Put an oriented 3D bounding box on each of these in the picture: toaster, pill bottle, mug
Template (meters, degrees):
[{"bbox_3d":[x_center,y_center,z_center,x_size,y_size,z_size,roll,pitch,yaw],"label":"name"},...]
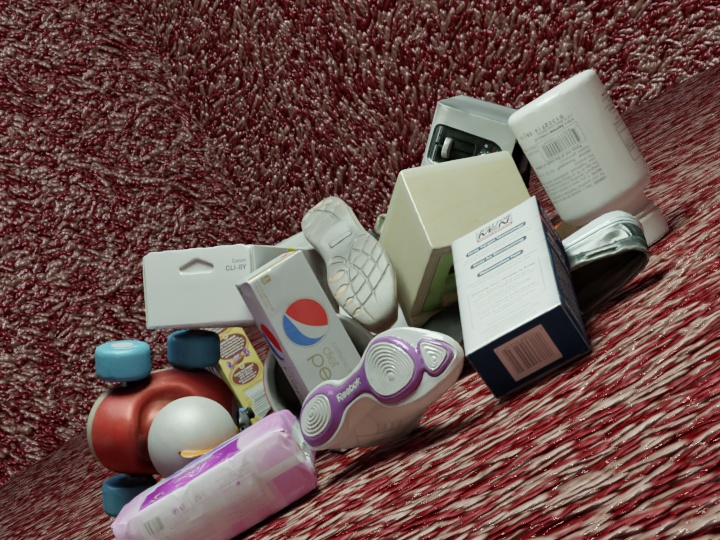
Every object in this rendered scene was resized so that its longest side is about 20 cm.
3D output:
[{"bbox_3d":[0.141,-0.114,1.811,0.200,0.118,0.183,-31,-41,-69],"label":"toaster"},{"bbox_3d":[0.260,-0.112,1.669,0.114,0.201,0.114,-30,4,2],"label":"pill bottle"},{"bbox_3d":[-0.066,0.123,1.666,0.176,0.135,0.200,-21,0,-6],"label":"mug"}]

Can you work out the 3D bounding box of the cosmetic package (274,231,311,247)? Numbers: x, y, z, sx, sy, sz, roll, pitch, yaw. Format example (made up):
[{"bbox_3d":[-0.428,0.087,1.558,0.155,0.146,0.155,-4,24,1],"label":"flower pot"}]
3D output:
[{"bbox_3d":[-0.065,0.055,2.002,0.107,0.201,0.085,-30,5,-41],"label":"cosmetic package"}]

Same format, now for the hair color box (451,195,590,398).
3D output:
[{"bbox_3d":[0.145,0.021,1.379,0.099,0.061,0.201,-29,27,16],"label":"hair color box"}]

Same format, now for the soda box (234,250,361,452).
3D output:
[{"bbox_3d":[-0.048,0.083,1.524,0.068,0.201,0.064,-31,6,-17],"label":"soda box"}]

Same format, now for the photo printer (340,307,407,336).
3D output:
[{"bbox_3d":[0.023,0.055,1.883,0.166,0.070,0.201,-25,27,39],"label":"photo printer"}]

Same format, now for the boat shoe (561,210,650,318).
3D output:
[{"bbox_3d":[0.196,0.019,1.460,0.200,0.072,0.071,-41,25,16],"label":"boat shoe"}]

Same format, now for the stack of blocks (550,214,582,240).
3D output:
[{"bbox_3d":[0.204,-0.004,1.777,0.115,0.059,0.200,-28,5,31],"label":"stack of blocks"}]

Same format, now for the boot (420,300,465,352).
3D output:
[{"bbox_3d":[0.117,0.071,1.562,0.200,0.075,0.074,-45,35,26],"label":"boot"}]

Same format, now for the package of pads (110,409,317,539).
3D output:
[{"bbox_3d":[-0.136,0.216,1.435,0.199,0.076,0.121,-31,3,0],"label":"package of pads"}]

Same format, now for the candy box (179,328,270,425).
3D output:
[{"bbox_3d":[-0.174,0.121,1.975,0.056,0.201,0.117,-31,5,-18],"label":"candy box"}]

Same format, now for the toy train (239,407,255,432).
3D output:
[{"bbox_3d":[-0.194,0.206,1.878,0.114,0.087,0.200,-34,4,-14],"label":"toy train"}]

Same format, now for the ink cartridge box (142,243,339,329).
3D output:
[{"bbox_3d":[-0.131,0.020,1.659,0.144,0.084,0.200,-6,-4,26],"label":"ink cartridge box"}]

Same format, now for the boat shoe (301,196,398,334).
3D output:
[{"bbox_3d":[0.000,0.000,1.623,0.075,0.072,0.201,-30,44,5],"label":"boat shoe"}]

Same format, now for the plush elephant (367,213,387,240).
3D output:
[{"bbox_3d":[0.032,-0.031,2.764,0.153,0.202,0.165,-12,-5,-4],"label":"plush elephant"}]

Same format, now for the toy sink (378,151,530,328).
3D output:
[{"bbox_3d":[0.100,-0.017,1.609,0.129,0.113,0.201,-11,-30,-19],"label":"toy sink"}]

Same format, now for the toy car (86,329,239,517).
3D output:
[{"bbox_3d":[-0.176,0.175,1.586,0.176,0.187,0.199,-8,11,-39],"label":"toy car"}]

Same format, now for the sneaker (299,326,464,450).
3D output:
[{"bbox_3d":[0.032,0.109,1.371,0.099,0.076,0.199,11,-31,-40],"label":"sneaker"}]
